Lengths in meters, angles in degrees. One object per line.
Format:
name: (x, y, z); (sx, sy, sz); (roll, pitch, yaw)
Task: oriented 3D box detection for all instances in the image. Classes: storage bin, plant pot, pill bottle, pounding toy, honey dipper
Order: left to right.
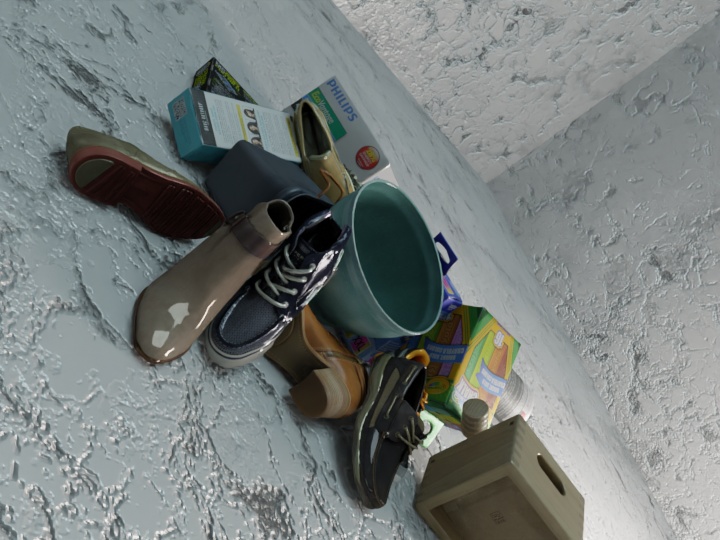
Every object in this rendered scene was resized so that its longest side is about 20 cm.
storage bin: (-0.107, -0.096, 1.017); (0.135, 0.146, 0.199); (50, 15, 21)
plant pot: (0.000, 0.000, 0.974); (0.200, 0.133, 0.203); (31, 49, -45)
honey dipper: (0.160, 0.267, 1.062); (0.038, 0.037, 0.202); (-98, -176, -56)
pill bottle: (0.219, 0.197, 1.361); (0.200, 0.113, 0.114); (48, 19, -24)
pounding toy: (0.193, 0.319, 1.006); (0.201, 0.183, 0.142); (51, 29, -10)

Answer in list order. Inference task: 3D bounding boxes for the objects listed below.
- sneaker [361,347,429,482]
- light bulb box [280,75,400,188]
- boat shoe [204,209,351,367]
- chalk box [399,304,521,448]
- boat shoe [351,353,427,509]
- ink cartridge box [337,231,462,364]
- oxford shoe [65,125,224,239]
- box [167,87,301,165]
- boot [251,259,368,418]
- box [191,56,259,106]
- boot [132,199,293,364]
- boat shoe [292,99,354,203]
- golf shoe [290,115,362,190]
sneaker: (0.051, 0.180, 0.988); (0.078, 0.077, 0.202); (46, 33, -35)
light bulb box: (-0.028, -0.199, 1.332); (0.200, 0.124, 0.200); (59, 3, 17)
boat shoe: (-0.086, 0.011, 0.790); (0.074, 0.093, 0.200); (36, 52, 7)
chalk box: (0.128, 0.162, 1.103); (0.125, 0.123, 0.202); (39, 67, -41)
boat shoe: (0.039, 0.184, 0.892); (0.075, 0.072, 0.202); (62, 31, -44)
ink cartridge box: (0.054, 0.025, 1.085); (0.137, 0.199, 0.076); (59, 14, 20)
oxford shoe: (-0.224, -0.097, 0.801); (0.200, 0.070, 0.075); (34, 22, -52)
box: (-0.171, -0.190, 1.046); (0.199, 0.049, 0.083); (1, 70, -54)
boot: (-0.058, 0.086, 0.915); (0.154, 0.073, 0.202); (10, 56, -67)
box: (-0.182, -0.222, 1.177); (0.200, 0.044, 0.161); (46, 19, -30)
boot: (-0.136, -0.003, 0.734); (0.070, 0.146, 0.201); (48, 19, -18)
boat shoe: (-0.058, -0.156, 1.111); (0.076, 0.071, 0.202); (98, -30, -83)
golf shoe: (-0.073, -0.163, 1.193); (0.201, 0.088, 0.077); (51, 9, 17)
